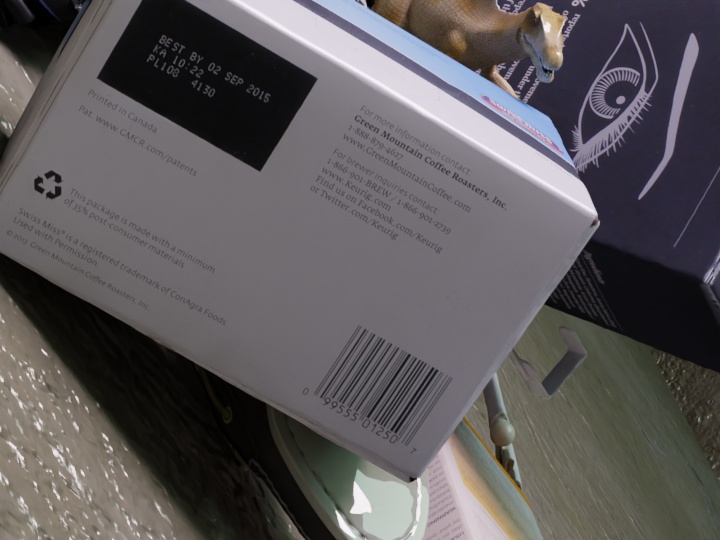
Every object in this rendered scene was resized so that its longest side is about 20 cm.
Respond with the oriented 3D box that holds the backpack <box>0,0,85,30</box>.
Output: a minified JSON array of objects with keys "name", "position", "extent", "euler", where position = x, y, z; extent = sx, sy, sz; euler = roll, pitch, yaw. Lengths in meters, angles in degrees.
[{"name":"backpack","position":[-0.128,-0.201,0.999],"extent":[0.183,0.134,0.200],"euler":[60,7,8]}]

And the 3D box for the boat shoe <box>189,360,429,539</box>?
[{"name":"boat shoe","position":[-0.032,0.053,0.882],"extent":[0.072,0.061,0.201],"euler":[1,50,-37]}]

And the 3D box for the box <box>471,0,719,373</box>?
[{"name":"box","position":[0.128,-0.058,0.971],"extent":[0.200,0.148,0.104],"euler":[24,-18,33]}]

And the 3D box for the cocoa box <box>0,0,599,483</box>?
[{"name":"cocoa box","position":[-0.030,-0.038,0.791],"extent":[0.200,0.134,0.131],"euler":[30,16,-13]}]

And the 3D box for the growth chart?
[{"name":"growth chart","position":[0.086,0.141,1.141],"extent":[0.145,0.018,0.201],"euler":[-100,-179,-73]}]

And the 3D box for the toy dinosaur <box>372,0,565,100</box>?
[{"name":"toy dinosaur","position":[0.026,-0.118,0.913],"extent":[0.058,0.101,0.200],"euler":[-20,43,-42]}]

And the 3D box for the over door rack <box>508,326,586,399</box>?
[{"name":"over door rack","position":[0.000,0.000,0.998],"extent":[0.148,0.067,0.200],"euler":[15,-23,50]}]

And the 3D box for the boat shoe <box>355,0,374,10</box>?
[{"name":"boat shoe","position":[-0.015,-0.159,1.077],"extent":[0.062,0.201,0.073],"euler":[15,-5,26]}]

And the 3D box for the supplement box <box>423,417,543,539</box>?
[{"name":"supplement box","position":[0.043,0.146,0.950],"extent":[0.126,0.073,0.200],"euler":[53,9,-28]}]
